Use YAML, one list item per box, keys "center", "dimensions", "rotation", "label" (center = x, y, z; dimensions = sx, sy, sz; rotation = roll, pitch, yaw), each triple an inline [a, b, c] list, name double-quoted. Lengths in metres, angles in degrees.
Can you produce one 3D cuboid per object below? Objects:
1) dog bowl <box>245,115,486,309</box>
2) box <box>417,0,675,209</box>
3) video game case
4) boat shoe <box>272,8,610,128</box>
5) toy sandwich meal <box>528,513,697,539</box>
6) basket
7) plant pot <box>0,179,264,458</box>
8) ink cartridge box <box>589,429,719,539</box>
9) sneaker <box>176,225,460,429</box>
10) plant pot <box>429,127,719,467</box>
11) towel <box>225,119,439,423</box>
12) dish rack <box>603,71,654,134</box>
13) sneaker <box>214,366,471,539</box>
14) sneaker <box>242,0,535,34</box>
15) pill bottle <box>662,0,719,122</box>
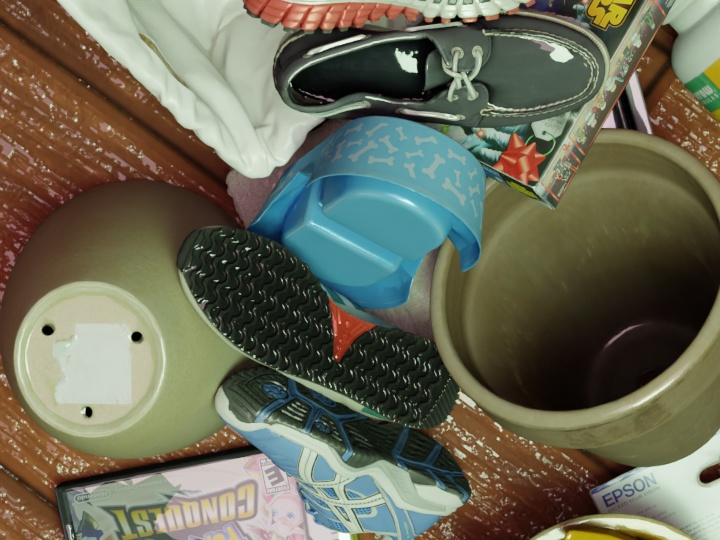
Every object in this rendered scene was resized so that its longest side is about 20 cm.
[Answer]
- center: [0.006, -0.035, 1.231]
  dimensions: [0.111, 0.200, 0.050]
  rotation: [27, 67, -16]
  label: "dog bowl"
- center: [0.111, -0.155, 1.263]
  dimensions: [0.136, 0.040, 0.201]
  rotation: [28, 85, 31]
  label: "box"
- center: [-0.095, 0.217, 1.396]
  dimensions: [0.198, 0.026, 0.183]
  rotation: [-11, 95, 3]
  label: "video game case"
- center: [0.046, -0.110, 1.184]
  dimensions: [0.198, 0.063, 0.073]
  rotation: [1, 113, 4]
  label: "boat shoe"
- center: [0.152, 0.244, 1.266]
  dimensions: [0.203, 0.070, 0.208]
  rotation: [0, 95, 1]
  label: "toy sandwich meal"
- center: [-0.078, -0.206, 1.257]
  dimensions: [0.200, 0.161, 0.198]
  rotation: [-44, 122, 5]
  label: "basket"
- center: [-0.153, 0.043, 1.295]
  dimensions: [0.185, 0.200, 0.189]
  rotation: [0, 96, 2]
  label: "plant pot"
- center: [0.281, 0.193, 1.370]
  dimensions: [0.195, 0.043, 0.201]
  rotation: [-26, 91, 4]
  label: "ink cartridge box"
- center: [-0.036, 0.040, 1.278]
  dimensions: [0.199, 0.093, 0.071]
  rotation: [29, 77, -16]
  label: "sneaker"
- center: [0.163, 0.040, 1.279]
  dimensions: [0.198, 0.175, 0.202]
  rotation: [-13, 56, 20]
  label: "plant pot"
- center: [0.000, 0.000, 1.345]
  dimensions: [0.132, 0.034, 0.201]
  rotation: [-25, 93, 28]
  label: "towel"
- center: [0.099, -0.109, 1.347]
  dimensions: [0.170, 0.044, 0.202]
  rotation: [-17, 95, 3]
  label: "dish rack"
- center: [-0.018, 0.128, 1.317]
  dimensions: [0.199, 0.076, 0.077]
  rotation: [31, 111, -31]
  label: "sneaker"
- center: [0.031, -0.188, 1.167]
  dimensions: [0.198, 0.078, 0.083]
  rotation: [-8, 118, -18]
  label: "sneaker"
- center: [0.271, -0.133, 1.303]
  dimensions: [0.113, 0.113, 0.200]
  rotation: [-43, 93, 6]
  label: "pill bottle"
